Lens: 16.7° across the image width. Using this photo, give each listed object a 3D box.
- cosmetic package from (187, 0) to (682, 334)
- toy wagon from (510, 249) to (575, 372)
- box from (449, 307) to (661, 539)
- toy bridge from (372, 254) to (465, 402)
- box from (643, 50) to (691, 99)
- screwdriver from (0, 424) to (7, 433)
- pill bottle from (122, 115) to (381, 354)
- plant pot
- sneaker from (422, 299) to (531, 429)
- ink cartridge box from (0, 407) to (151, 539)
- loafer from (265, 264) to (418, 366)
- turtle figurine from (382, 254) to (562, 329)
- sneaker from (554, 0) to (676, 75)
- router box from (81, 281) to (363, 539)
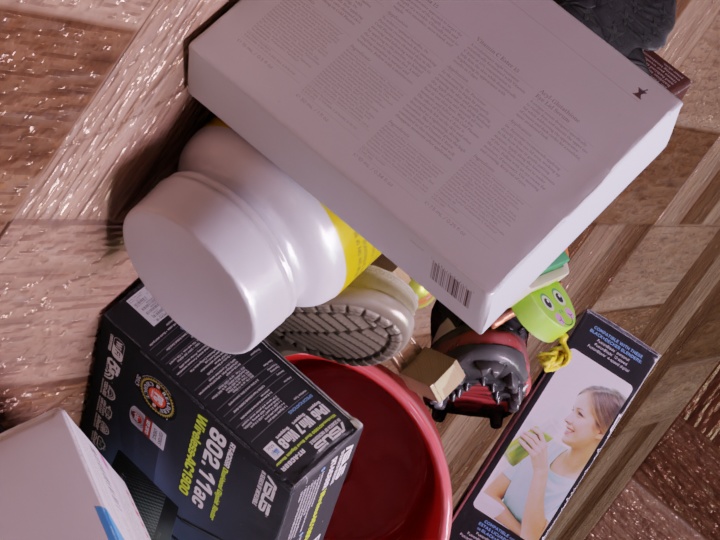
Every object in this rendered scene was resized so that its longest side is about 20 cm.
[{"bbox_3d":[0.036,-0.087,1.224,0.151,0.200,0.052,-44,164,-21],"label":"cosmetic package"},{"bbox_3d":[0.077,-0.032,1.473,0.040,0.200,0.155,-38,171,27],"label":"toy wagon"},{"bbox_3d":[0.121,0.125,1.650,0.200,0.060,0.117,-57,176,-1],"label":"box"},{"bbox_3d":[0.000,0.000,1.478,0.027,0.067,0.200,-44,129,-20],"label":"toy bridge"},{"bbox_3d":[0.129,-0.102,1.645,0.200,0.100,0.075,-30,154,-52],"label":"box"},{"bbox_3d":[-0.190,0.123,1.378,0.028,0.029,0.200,-47,159,-12],"label":"screwdriver"},{"bbox_3d":[-0.024,-0.053,1.298,0.200,0.114,0.114,-43,163,-28],"label":"pill bottle"},{"bbox_3d":[-0.028,0.136,1.608,0.201,0.200,0.177,-53,176,8],"label":"plant pot"},{"bbox_3d":[0.078,0.048,1.629,0.200,0.071,0.098,91,6,-82],"label":"sneaker"},{"bbox_3d":[-0.171,0.177,1.313,0.125,0.129,0.200,-25,162,-3],"label":"ink cartridge box"},{"bbox_3d":[-0.032,0.009,1.397,0.200,0.076,0.068,-1,-121,56],"label":"loafer"},{"bbox_3d":[0.033,-0.007,1.593,0.161,0.199,0.065,-60,142,-74],"label":"turtle figurine"},{"bbox_3d":[0.127,-0.158,1.579,0.199,0.105,0.060,10,151,-34],"label":"sneaker"},{"bbox_3d":[-0.088,0.110,1.421,0.062,0.150,0.200,-40,161,-32],"label":"router box"}]
